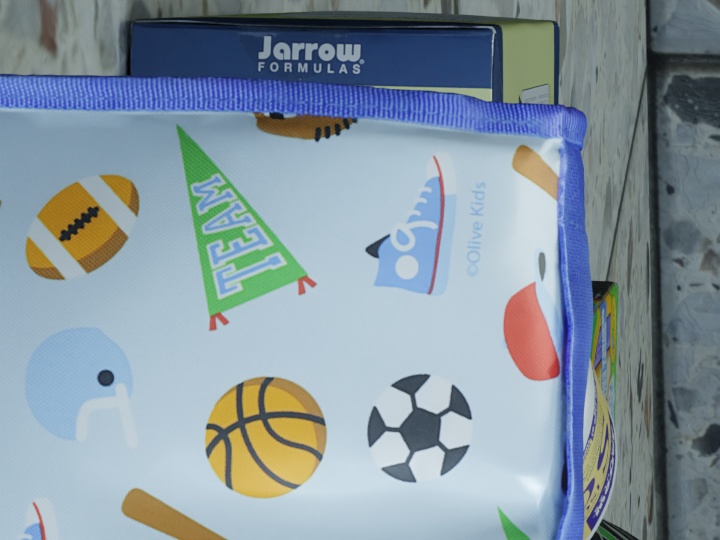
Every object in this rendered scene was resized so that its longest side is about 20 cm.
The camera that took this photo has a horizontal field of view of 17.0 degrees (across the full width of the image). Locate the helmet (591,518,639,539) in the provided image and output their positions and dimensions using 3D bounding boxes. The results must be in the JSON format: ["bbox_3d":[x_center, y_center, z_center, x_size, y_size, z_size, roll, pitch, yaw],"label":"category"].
[{"bbox_3d":[0.110,0.230,1.394,0.200,0.190,0.200,-45,162,-19],"label":"helmet"}]

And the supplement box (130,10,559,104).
[{"bbox_3d":[0.000,0.000,0.944,0.200,0.133,0.202,-27,118,-77],"label":"supplement box"}]

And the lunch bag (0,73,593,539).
[{"bbox_3d":[-0.046,0.042,0.562,0.124,0.198,0.172,14,77,-78],"label":"lunch bag"}]

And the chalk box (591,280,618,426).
[{"bbox_3d":[0.085,0.072,1.408,0.200,0.124,0.125,-26,117,-76],"label":"chalk box"}]

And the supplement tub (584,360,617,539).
[{"bbox_3d":[0.050,0.081,1.181,0.200,0.144,0.147,56,37,-70],"label":"supplement tub"}]
